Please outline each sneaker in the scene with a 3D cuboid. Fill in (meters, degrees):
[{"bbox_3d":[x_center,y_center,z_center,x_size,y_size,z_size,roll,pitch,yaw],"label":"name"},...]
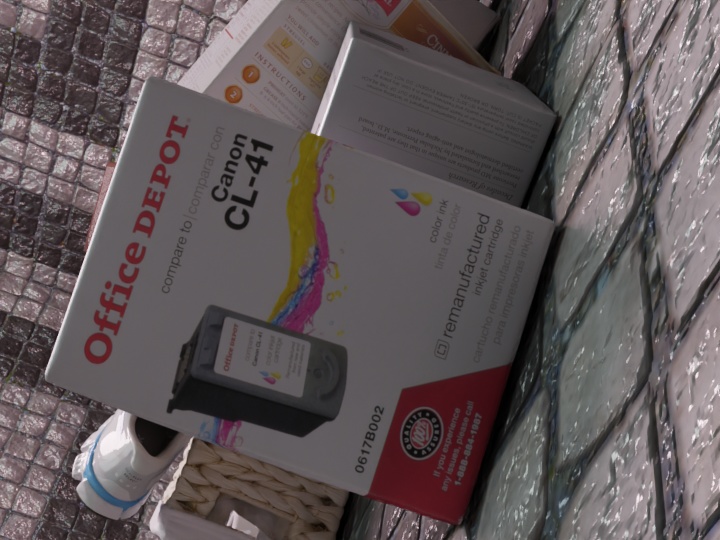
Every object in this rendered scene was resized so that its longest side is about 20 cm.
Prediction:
[{"bbox_3d":[-0.134,0.083,0.868,0.086,0.075,0.201,-38,26,40],"label":"sneaker"}]

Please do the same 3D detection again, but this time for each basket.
[{"bbox_3d":[-0.082,0.171,0.945,0.200,0.134,0.125,138,155,-77],"label":"basket"}]

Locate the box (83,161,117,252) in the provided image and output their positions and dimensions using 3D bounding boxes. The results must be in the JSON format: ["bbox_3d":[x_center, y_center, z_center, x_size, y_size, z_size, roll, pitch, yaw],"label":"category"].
[{"bbox_3d":[-0.205,-0.048,1.168,0.200,0.074,0.102,16,90,66],"label":"box"}]

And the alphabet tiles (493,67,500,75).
[{"bbox_3d":[0.060,-0.048,0.864,0.196,0.014,0.202,120,167,-62],"label":"alphabet tiles"}]

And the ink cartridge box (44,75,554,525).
[{"bbox_3d":[-0.028,0.016,0.561,0.086,0.197,0.150,155,134,-82],"label":"ink cartridge box"}]

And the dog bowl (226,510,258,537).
[{"bbox_3d":[-0.129,0.337,1.218,0.200,0.058,0.203,-161,90,-85],"label":"dog bowl"}]

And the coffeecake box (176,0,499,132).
[{"bbox_3d":[-0.028,-0.100,0.772,0.200,0.153,0.073,-47,25,6],"label":"coffeecake box"}]

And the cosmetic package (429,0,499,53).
[{"bbox_3d":[0.013,-0.144,0.940,0.201,0.106,0.090,-53,-4,-28],"label":"cosmetic package"}]

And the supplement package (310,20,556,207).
[{"bbox_3d":[0.015,-0.025,0.693,0.121,0.118,0.202,-94,23,-74],"label":"supplement package"}]
